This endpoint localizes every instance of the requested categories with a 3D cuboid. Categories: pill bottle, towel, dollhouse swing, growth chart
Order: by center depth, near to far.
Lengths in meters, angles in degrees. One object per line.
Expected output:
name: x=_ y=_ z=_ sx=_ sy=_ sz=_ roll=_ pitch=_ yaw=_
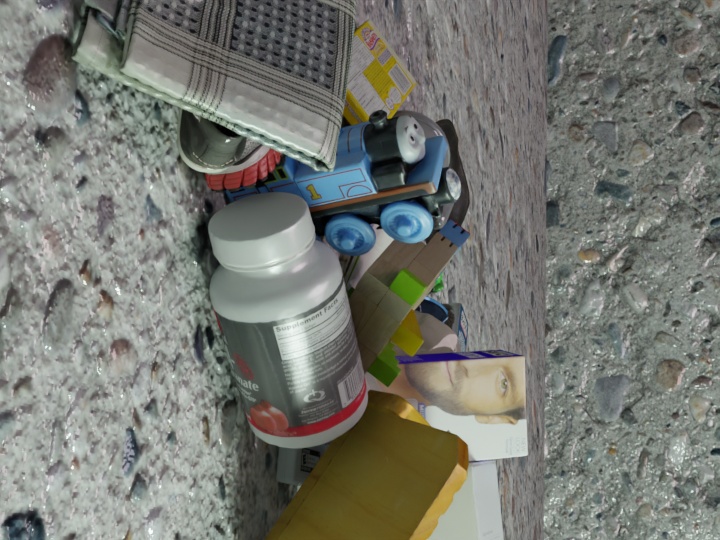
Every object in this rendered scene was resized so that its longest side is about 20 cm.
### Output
towel: x=-0.090 y=-0.187 z=0.679 sx=0.200 sy=0.035 sz=0.193 roll=21 pitch=61 yaw=-26
pill bottle: x=-0.063 y=0.041 z=0.803 sx=0.111 sy=0.111 sz=0.200 roll=-65 pitch=148 yaw=-55
dollhouse swing: x=0.032 y=0.234 z=0.835 sx=0.200 sy=0.176 sz=0.182 roll=-54 pitch=130 yaw=-18
growth chart: x=0.000 y=0.000 z=0.981 sx=0.200 sy=0.018 sz=0.145 roll=-64 pitch=158 yaw=-10

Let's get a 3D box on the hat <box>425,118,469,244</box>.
hat: x=0.084 y=-0.112 z=1.336 sx=0.201 sy=0.081 sz=0.201 roll=3 pitch=86 yaw=-64

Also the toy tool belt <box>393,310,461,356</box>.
toy tool belt: x=0.046 y=0.149 z=1.097 sx=0.123 sy=0.125 sz=0.200 roll=-33 pitch=124 yaw=-36

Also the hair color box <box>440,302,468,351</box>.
hair color box: x=0.082 y=0.142 z=1.270 sx=0.061 sy=0.100 sz=0.200 roll=65 pitch=28 yaw=-50

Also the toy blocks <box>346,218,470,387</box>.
toy blocks: x=0.028 y=0.026 z=0.905 sx=0.137 sy=0.100 sz=0.200 roll=-47 pitch=173 yaw=-46

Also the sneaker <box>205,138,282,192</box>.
sneaker: x=-0.083 y=-0.158 z=0.802 sx=0.200 sy=0.078 sz=0.082 roll=-69 pitch=147 yaw=-41

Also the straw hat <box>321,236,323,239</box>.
straw hat: x=-0.024 y=-0.106 z=0.979 sx=0.201 sy=0.085 sz=0.201 roll=-1 pitch=90 yaw=-73

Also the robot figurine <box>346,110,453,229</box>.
robot figurine: x=0.046 y=-0.118 z=1.153 sx=0.170 sy=0.113 sz=0.200 roll=42 pitch=37 yaw=-18

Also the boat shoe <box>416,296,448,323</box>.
boat shoe: x=0.040 y=0.061 z=1.194 sx=0.200 sy=0.084 sz=0.069 roll=19 pitch=72 yaw=-50

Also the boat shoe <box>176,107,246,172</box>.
boat shoe: x=-0.106 y=-0.173 z=0.710 sx=0.057 sy=0.067 sz=0.200 roll=-28 pitch=-117 yaw=60

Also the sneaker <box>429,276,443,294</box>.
sneaker: x=0.056 y=-0.011 z=1.226 sx=0.200 sy=0.085 sz=0.078 roll=25 pitch=65 yaw=-70

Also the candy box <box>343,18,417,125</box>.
candy box: x=0.009 y=-0.227 z=1.123 sx=0.102 sy=0.026 sz=0.200 roll=50 pitch=29 yaw=-11

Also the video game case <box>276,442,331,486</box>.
video game case: x=-0.037 y=0.142 z=1.024 sx=0.200 sy=0.023 sz=0.182 roll=42 pitch=50 yaw=-65

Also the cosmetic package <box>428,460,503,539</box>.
cosmetic package: x=0.097 y=0.304 z=1.012 sx=0.074 sy=0.102 sz=0.200 roll=12 pitch=72 yaw=-60

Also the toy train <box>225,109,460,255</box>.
toy train: x=-0.017 y=-0.075 z=0.828 sx=0.114 sy=0.200 sz=0.087 roll=60 pitch=32 yaw=-36

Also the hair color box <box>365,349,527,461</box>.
hair color box: x=0.072 y=0.145 z=1.005 sx=0.065 sy=0.200 sz=0.109 roll=-178 pitch=-95 yaw=-73
